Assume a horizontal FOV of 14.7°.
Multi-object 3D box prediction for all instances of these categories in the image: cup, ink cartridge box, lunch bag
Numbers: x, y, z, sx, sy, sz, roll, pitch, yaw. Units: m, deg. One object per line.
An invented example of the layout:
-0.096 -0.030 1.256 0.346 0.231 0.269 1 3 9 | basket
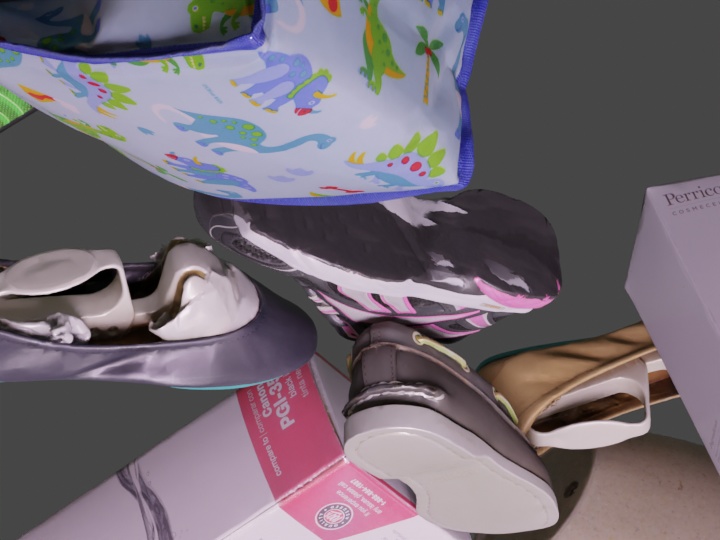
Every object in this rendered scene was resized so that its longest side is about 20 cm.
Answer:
0.146 0.167 1.530 0.143 0.201 0.200 38 116 -19 | cup
-0.062 0.148 1.470 0.200 0.083 0.146 -33 141 14 | ink cartridge box
-0.072 -0.100 1.128 0.199 0.128 0.170 -7 157 32 | lunch bag

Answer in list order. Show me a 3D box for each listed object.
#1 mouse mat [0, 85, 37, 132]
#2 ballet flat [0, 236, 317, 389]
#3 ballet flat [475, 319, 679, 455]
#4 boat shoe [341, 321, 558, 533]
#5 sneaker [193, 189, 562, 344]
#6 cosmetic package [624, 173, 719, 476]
-0.187 -0.118 1.161 0.161 0.008 0.200 -30 142 10 | mouse mat
-0.107 0.018 1.311 0.199 0.073 0.073 0 137 -22 | ballet flat
0.157 0.058 1.484 0.199 0.063 0.069 -18 142 -6 | ballet flat
0.048 0.083 1.388 0.072 0.061 0.202 -12 155 20 | boat shoe
0.000 0.000 1.335 0.199 0.081 0.086 19 137 -33 | sneaker
0.220 0.044 1.389 0.112 0.200 0.081 -13 142 -15 | cosmetic package
